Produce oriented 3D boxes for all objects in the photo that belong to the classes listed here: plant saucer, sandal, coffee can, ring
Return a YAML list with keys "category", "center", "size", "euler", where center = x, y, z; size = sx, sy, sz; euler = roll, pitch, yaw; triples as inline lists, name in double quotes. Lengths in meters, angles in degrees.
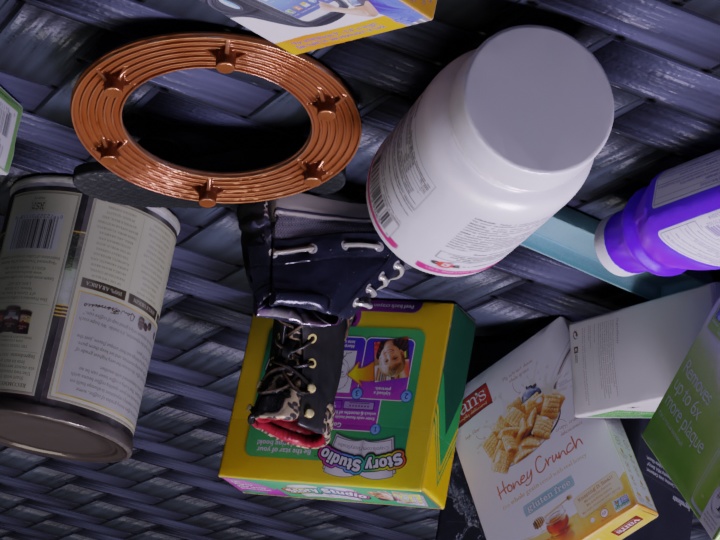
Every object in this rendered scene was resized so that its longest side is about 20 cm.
- category: "plant saucer"
  center: [0.178, -0.018, 1.564]
  size: [0.200, 0.019, 0.070]
  euler: [22, 158, -30]
- category: "sandal"
  center: [-0.111, -0.079, 1.516]
  size: [0.200, 0.048, 0.075]
  euler: [-3, 160, 0]
- category: "coffee can"
  center: [-0.237, 0.041, 1.682]
  size: [0.146, 0.200, 0.146]
  euler: [10, 162, 3]
- category: "ring"
  center: [-0.099, -0.097, 1.406]
  size: [0.200, 0.019, 0.200]
  euler: [1, 150, 1]

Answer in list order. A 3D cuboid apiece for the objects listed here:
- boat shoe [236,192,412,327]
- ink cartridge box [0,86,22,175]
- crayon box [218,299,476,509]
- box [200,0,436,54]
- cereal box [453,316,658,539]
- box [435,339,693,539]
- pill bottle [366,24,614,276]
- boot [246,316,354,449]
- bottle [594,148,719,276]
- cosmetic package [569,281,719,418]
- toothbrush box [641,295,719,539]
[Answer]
- category: "boat shoe"
  center: [0.000, 0.000, 1.548]
  size: [0.200, 0.093, 0.075]
  euler: [5, 161, -26]
- category: "ink cartridge box"
  center: [-0.360, -0.117, 1.501]
  size: [0.200, 0.059, 0.104]
  euler: [4, 162, 21]
- category: "crayon box"
  center: [-0.011, 0.115, 1.817]
  size: [0.200, 0.173, 0.058]
  euler: [2, 160, 26]
- category: "box"
  center: [-0.064, -0.187, 1.162]
  size: [0.119, 0.042, 0.200]
  euler: [-8, 156, 45]
- category: "cereal box"
  center: [0.156, 0.157, 1.744]
  size: [0.144, 0.200, 0.040]
  euler: [-38, 139, 23]
- category: "box"
  center: [0.189, 0.169, 1.825]
  size: [0.197, 0.200, 0.117]
  euler: [-4, 157, 36]
- category: "pill bottle"
  center: [0.081, -0.074, 1.297]
  size: [0.113, 0.113, 0.200]
  euler: [14, 162, -11]
- category: "boot"
  center: [-0.055, 0.053, 1.692]
  size: [0.073, 0.151, 0.200]
  euler: [5, 161, 16]
- category: "bottle"
  center: [0.235, -0.037, 1.397]
  size: [0.083, 0.065, 0.200]
  euler: [20, 160, -24]
- category: "cosmetic package"
  center: [0.262, 0.065, 1.625]
  size: [0.108, 0.085, 0.200]
  euler: [3, 169, -26]
- category: "toothbrush box"
  center: [0.298, 0.081, 1.434]
  size: [0.086, 0.200, 0.146]
  euler: [20, -160, -23]
